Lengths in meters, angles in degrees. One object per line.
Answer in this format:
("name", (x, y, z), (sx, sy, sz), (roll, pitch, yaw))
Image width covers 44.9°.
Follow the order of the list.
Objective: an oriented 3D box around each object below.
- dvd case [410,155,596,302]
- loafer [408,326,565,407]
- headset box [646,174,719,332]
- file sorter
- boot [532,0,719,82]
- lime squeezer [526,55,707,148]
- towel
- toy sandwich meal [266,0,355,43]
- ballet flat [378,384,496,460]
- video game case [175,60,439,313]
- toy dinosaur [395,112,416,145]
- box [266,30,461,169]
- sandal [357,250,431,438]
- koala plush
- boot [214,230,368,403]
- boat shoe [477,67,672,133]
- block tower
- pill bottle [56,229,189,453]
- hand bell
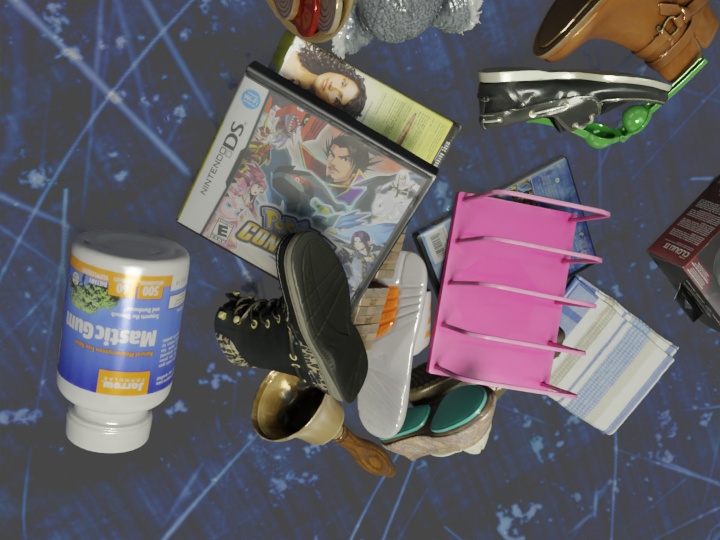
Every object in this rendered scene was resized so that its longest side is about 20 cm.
("dvd case", (0.170, -0.025, 1.003), (0.199, 0.018, 0.143), (-28, 115, -9))
("loafer", (0.147, 0.117, 1.018), (0.199, 0.076, 0.068), (-21, 115, 0))
("headset box", (0.462, -0.025, 1.070), (0.200, 0.077, 0.149), (-46, 116, -1))
("file sorter", (0.165, 0.024, 0.907), (0.138, 0.125, 0.201), (10, 88, -9))
("boot", (0.292, -0.259, 0.943), (0.200, 0.077, 0.155), (-48, 120, -6))
("lime squeezer", (0.286, -0.177, 0.970), (0.199, 0.038, 0.071), (-16, 112, 9))
("towel", (0.291, 0.108, 1.088), (0.200, 0.024, 0.147), (33, 98, -23))
("toy sandwich meal", (-0.075, -0.288, 0.737), (0.070, 0.205, 0.206), (-25, 115, -27))
("ballet flat", (0.097, 0.169, 0.940), (0.067, 0.200, 0.068), (40, 60, -15))
("video game case", (-0.055, -0.071, 0.836), (0.200, 0.026, 0.181), (30, 118, -4))
("toy dinosaur", (-0.036, -0.083, 0.863), (0.199, 0.061, 0.106), (-7, 133, 5))
("box", (-0.001, -0.161, 0.880), (0.199, 0.050, 0.075), (23, 103, -25))
("sandal", (0.038, 0.079, 0.966), (0.059, 0.079, 0.208), (-5, 104, -60))
("koala plush", (0.029, -0.297, 0.790), (0.177, 0.184, 0.201), (-13, 124, -13))
("boot", (-0.084, 0.041, 0.849), (0.074, 0.153, 0.204), (-55, 142, -36))
("boat shoe", (0.223, -0.180, 0.921), (0.199, 0.072, 0.068), (1, 104, 4))
("block tower", (0.000, 0.000, 0.919), (0.054, 0.058, 0.201), (-1, 111, -59))
("pill bottle", (-0.234, 0.069, 0.848), (0.112, 0.112, 0.201), (6, 105, -20))
("hand bell", (-0.021, 0.186, 0.990), (0.104, 0.104, 0.200), (-46, 129, 1))
